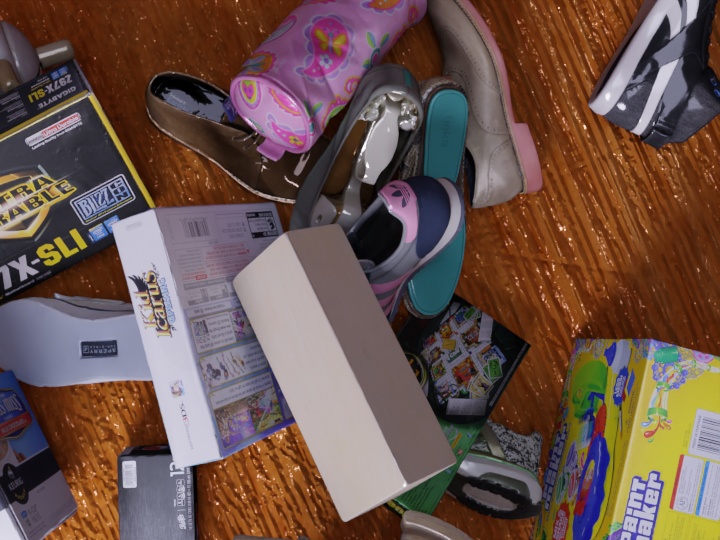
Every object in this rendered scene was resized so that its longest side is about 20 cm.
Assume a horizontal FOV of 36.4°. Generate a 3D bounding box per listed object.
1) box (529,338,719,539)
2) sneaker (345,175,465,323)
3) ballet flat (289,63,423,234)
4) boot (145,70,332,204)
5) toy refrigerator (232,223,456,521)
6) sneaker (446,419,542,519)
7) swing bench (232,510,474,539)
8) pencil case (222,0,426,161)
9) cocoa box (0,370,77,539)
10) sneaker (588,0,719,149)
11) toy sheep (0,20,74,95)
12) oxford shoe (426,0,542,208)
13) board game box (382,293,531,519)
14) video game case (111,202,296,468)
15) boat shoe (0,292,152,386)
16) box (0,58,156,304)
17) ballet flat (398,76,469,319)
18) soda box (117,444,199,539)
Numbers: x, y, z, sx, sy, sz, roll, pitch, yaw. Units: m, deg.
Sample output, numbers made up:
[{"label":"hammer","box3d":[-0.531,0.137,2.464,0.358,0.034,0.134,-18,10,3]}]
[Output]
[{"label":"box","box3d":[0.235,0.167,0.889,0.120,0.193,0.203,14,85,-5]},{"label":"sneaker","box3d":[0.000,0.000,0.889,0.070,0.081,0.201,54,127,31]},{"label":"ballet flat","box3d":[-0.007,-0.073,0.899,0.067,0.064,0.202,16,116,-19]},{"label":"boot","box3d":[-0.093,-0.112,0.933,0.198,0.075,0.075,24,83,-5]},{"label":"toy refrigerator","box3d":[-0.012,0.073,0.817,0.069,0.076,0.202,-12,70,-48]},{"label":"sneaker","box3d":[0.073,0.140,0.950,0.198,0.077,0.089,27,53,-2]},{"label":"swing bench","box3d":[-0.001,0.292,0.834,0.197,0.201,0.131,-5,46,-23]},{"label":"pencil case","box3d":[-0.025,-0.183,0.910,0.087,0.087,0.201,38,61,-2]},{"label":"cocoa box","box3d":[-0.348,0.183,0.846,0.198,0.133,0.133,-27,90,2]},{"label":"sneaker","box3d":[0.300,-0.203,0.984,0.111,0.073,0.201,32,92,-6]},{"label":"toy sheep","box3d":[-0.326,-0.147,0.885,0.197,0.138,0.140,-18,88,-20]},{"label":"oxford shoe","box3d":[0.092,-0.153,0.956,0.074,0.070,0.202,-22,89,-4]},{"label":"board game box","box3d":[0.056,0.105,0.905,0.104,0.024,0.201,35,54,4]},{"label":"video game case","box3d":[-0.103,0.042,0.863,0.045,0.200,0.184,-17,88,22]},{"label":"boat shoe","box3d":[-0.212,0.054,0.913,0.199,0.086,0.076,-3,92,23]},{"label":"box","box3d":[-0.277,-0.056,0.870,0.198,0.160,0.050,-28,57,-7]},{"label":"ballet flat","box3d":[0.056,-0.064,0.941,0.067,0.075,0.203,-1,100,-24]},{"label":"soda box","box3d":[-0.164,0.248,0.904,0.062,0.071,0.203,-2,87,-7]}]
